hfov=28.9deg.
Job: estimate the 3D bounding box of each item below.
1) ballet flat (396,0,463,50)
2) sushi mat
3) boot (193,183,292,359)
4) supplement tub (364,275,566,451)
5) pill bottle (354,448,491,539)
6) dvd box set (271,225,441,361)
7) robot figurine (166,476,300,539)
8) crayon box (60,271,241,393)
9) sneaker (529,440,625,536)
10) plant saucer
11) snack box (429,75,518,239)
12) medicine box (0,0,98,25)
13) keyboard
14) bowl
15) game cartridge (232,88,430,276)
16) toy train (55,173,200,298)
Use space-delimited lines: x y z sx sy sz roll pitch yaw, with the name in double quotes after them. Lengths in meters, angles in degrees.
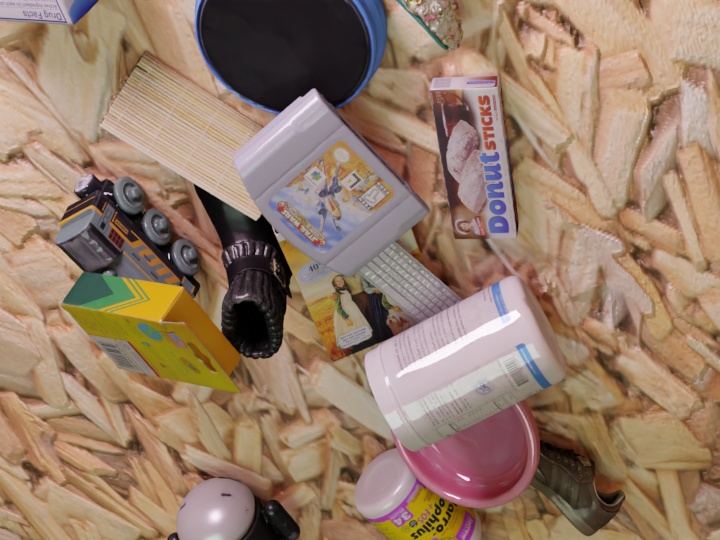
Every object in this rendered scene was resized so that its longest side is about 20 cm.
0.042 -0.288 1.305 0.064 0.076 0.200 -38 119 21 "ballet flat"
-0.171 -0.143 1.488 0.199 0.096 0.012 31 168 -15 "sushi mat"
-0.133 -0.022 1.539 0.079 0.158 0.212 -14 128 27 "boot"
0.119 0.105 1.575 0.199 0.132 0.132 -27 123 13 "supplement tub"
0.090 0.331 1.851 0.104 0.105 0.200 -28 121 34 "pill bottle"
0.000 0.000 1.576 0.145 0.029 0.201 -22 128 -1 "dvd box set"
-0.177 0.379 1.958 0.124 0.150 0.201 24 151 49 "robot figurine"
-0.219 0.068 1.530 0.199 0.051 0.127 8 145 39 "crayon box"
0.254 0.250 1.771 0.075 0.071 0.200 -41 112 11 "sneaker"
0.132 0.192 1.705 0.199 0.051 0.202 14 119 27 "plant saucer"
0.122 -0.116 1.474 0.071 0.024 0.201 -1 132 14 "snack box"
-0.348 -0.342 1.310 0.181 0.103 0.201 8 137 26 "medicine box"
0.077 0.034 1.598 0.056 0.011 0.200 -41 126 13 "keyboard"
-0.073 -0.240 1.401 0.199 0.040 0.202 8 134 8 "bowl"
-0.034 -0.083 1.465 0.133 0.042 0.200 -42 124 9 "game cartridge"
-0.264 -0.018 1.609 0.085 0.114 0.200 -21 124 31 "toy train"
